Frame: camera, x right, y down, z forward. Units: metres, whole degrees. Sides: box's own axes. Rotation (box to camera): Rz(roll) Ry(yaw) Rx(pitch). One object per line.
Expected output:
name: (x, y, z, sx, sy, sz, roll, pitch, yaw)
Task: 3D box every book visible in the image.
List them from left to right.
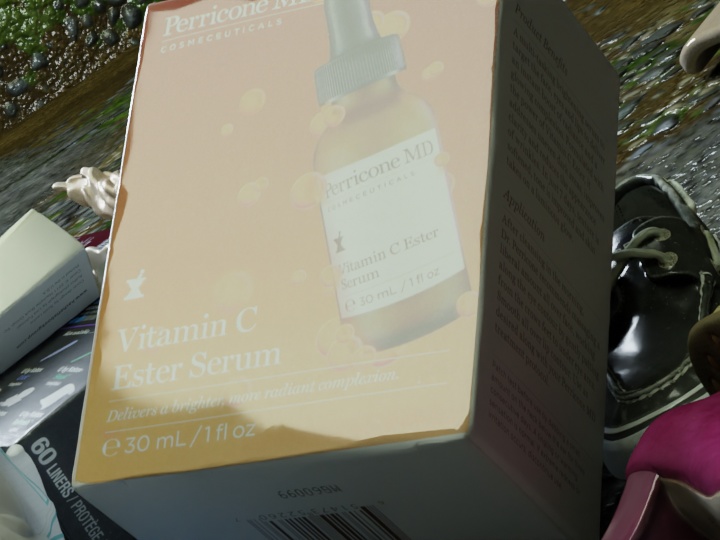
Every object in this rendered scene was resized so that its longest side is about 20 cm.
book: (-0.160, 0.083, 1.137, 0.134, 0.048, 0.200, -43, -28, -24)

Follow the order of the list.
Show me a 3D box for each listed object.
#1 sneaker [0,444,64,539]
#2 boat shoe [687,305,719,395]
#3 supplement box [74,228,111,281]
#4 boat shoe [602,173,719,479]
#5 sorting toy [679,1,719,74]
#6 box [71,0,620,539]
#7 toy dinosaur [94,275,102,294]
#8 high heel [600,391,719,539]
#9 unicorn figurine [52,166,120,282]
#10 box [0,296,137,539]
sneaker: (-0.130, 0.106, 0.953, 0.070, 0.081, 0.200, -10, -27, -5)
boat shoe: (0.182, 0.009, 0.814, 0.068, 0.072, 0.200, -41, 13, -27)
supplement box: (-0.137, 0.041, 1.366, 0.061, 0.109, 0.200, -40, 14, -28)
boat shoe: (0.106, 0.016, 0.981, 0.071, 0.064, 0.200, -30, 13, 12)
sorting toy: (0.275, -0.179, 1.384, 0.200, 0.037, 0.185, -28, 13, 39)
box: (0.000, 0.000, 0.931, 0.152, 0.106, 0.201, -11, 57, 26)
toy dinosaur: (-0.068, 0.045, 1.181, 0.088, 0.200, 0.048, -2, 59, 15)
high heel: (0.137, 0.051, 0.762, 0.096, 0.067, 0.200, -52, 17, -28)
unicorn figurine: (-0.043, 0.011, 1.225, 0.137, 0.199, 0.074, -19, 53, 60)
box: (-0.057, 0.060, 1.070, 0.200, 0.122, 0.106, -40, 17, -26)
